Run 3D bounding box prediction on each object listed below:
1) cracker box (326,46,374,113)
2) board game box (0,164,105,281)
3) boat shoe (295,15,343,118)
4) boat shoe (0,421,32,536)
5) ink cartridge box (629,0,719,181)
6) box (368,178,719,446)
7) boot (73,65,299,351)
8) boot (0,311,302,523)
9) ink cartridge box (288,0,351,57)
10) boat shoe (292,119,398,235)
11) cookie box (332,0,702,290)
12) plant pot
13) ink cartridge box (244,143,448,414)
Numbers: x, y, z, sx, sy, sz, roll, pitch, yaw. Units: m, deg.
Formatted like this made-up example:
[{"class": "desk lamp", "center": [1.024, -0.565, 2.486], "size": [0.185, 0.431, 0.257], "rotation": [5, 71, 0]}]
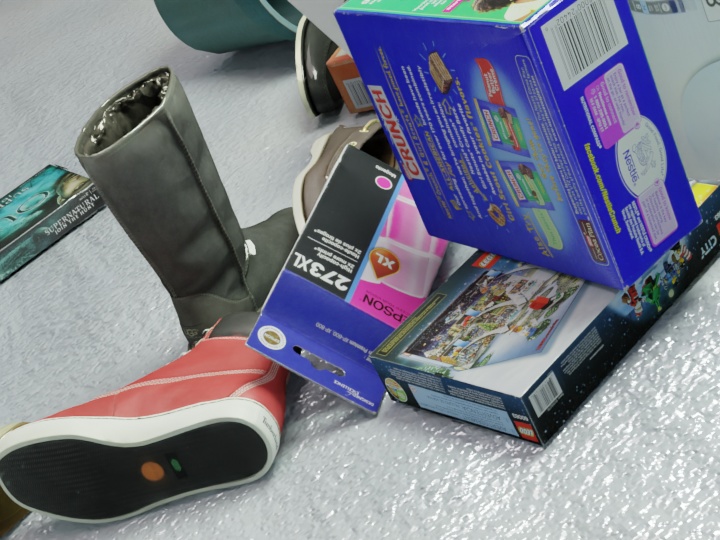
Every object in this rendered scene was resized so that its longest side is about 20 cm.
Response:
[{"class": "cracker box", "center": [0.072, -0.225, 1.359], "size": [0.133, 0.058, 0.201], "rotation": [-7, 35, 35]}, {"class": "board game box", "center": [-0.348, -0.029, 1.455], "size": [0.199, 0.028, 0.135], "rotation": [-39, 28, -20]}, {"class": "boat shoe", "center": [-0.016, -0.216, 1.408], "size": [0.062, 0.074, 0.203], "rotation": [-5, 39, 19]}, {"class": "boat shoe", "center": [-0.290, 0.173, 1.008], "size": [0.066, 0.075, 0.199], "rotation": [-3, 26, 46]}, {"class": "ink cartridge box", "center": [0.188, -0.124, 0.956], "size": [0.198, 0.161, 0.047], "rotation": [-2, 35, 42]}, {"class": "box", "center": [0.118, 0.014, 0.920], "size": [0.200, 0.038, 0.136], "rotation": [-43, 29, -25]}, {"class": "boot", "center": [-0.106, -0.055, 1.073], "size": [0.072, 0.201, 0.182], "rotation": [-7, 33, 34]}, {"class": "boot", "center": [-0.136, 0.088, 1.005], "size": [0.197, 0.073, 0.145], "rotation": [-12, 30, 15]}, {"class": "ink cartridge box", "center": [0.054, -0.220, 1.199], "size": [0.146, 0.200, 0.084], "rotation": [-46, -4, -32]}, {"class": "boat shoe", "center": [-0.005, -0.058, 1.130], "size": [0.059, 0.072, 0.201], "rotation": [-23, 22, 16]}, {"class": "cookie box", "center": [0.089, -0.095, 0.903], "size": [0.075, 0.173, 0.199], "rotation": [-36, 27, -21]}, {"class": "plant pot", "center": [-0.107, -0.315, 1.559], "size": [0.195, 0.201, 0.200], "rotation": [-8, 32, 48]}, {"class": "ink cartridge box", "center": [0.000, 0.000, 1.001], "size": [0.037, 0.094, 0.201], "rotation": [-60, 4, 42]}]
